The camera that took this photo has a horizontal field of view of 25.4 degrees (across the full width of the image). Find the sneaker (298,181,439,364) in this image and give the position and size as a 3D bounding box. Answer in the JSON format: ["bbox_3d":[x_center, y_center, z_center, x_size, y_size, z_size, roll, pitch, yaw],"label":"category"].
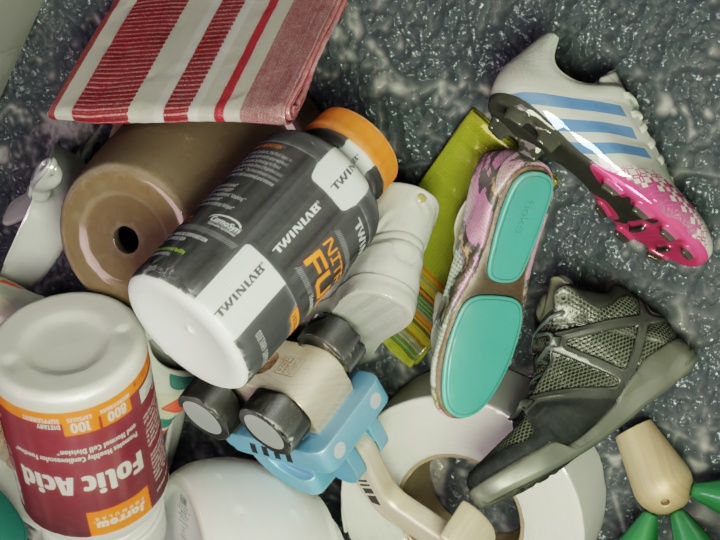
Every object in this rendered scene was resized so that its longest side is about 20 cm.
[{"bbox_3d":[0.000,0.000,1.213,0.073,0.116,0.200,26,154,-19],"label":"sneaker"}]

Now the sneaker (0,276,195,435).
[{"bbox_3d":[-0.203,0.045,1.231,0.199,0.070,0.093,37,110,-22],"label":"sneaker"}]

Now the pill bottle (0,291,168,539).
[{"bbox_3d":[-0.201,0.125,1.171,0.114,0.114,0.201,14,133,19],"label":"pill bottle"}]

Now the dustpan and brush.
[{"bbox_3d":[-0.245,-0.051,1.228,0.057,0.140,0.200,27,160,-21],"label":"dustpan and brush"}]

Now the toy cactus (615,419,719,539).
[{"bbox_3d":[0.247,0.188,1.183,0.200,0.102,0.166,-35,73,33],"label":"toy cactus"}]

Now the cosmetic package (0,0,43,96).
[{"bbox_3d":[-0.324,-0.215,1.283,0.107,0.090,0.200,38,117,7],"label":"cosmetic package"}]

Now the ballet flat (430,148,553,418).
[{"bbox_3d":[0.087,0.007,1.170,0.071,0.069,0.201,33,112,56],"label":"ballet flat"}]

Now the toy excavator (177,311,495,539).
[{"bbox_3d":[-0.009,0.134,1.185,0.194,0.100,0.200,9,141,42],"label":"toy excavator"}]

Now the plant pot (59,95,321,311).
[{"bbox_3d":[-0.132,-0.049,1.206,0.199,0.175,0.201,8,111,20],"label":"plant pot"}]

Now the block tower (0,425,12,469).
[{"bbox_3d":[-0.261,0.137,1.317,0.200,0.054,0.058,37,118,7],"label":"block tower"}]

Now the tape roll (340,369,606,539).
[{"bbox_3d":[0.087,0.177,1.249,0.201,0.071,0.204,8,112,21],"label":"tape roll"}]

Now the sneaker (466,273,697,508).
[{"bbox_3d":[0.135,0.080,1.144,0.114,0.199,0.076,51,165,9],"label":"sneaker"}]

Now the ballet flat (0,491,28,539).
[{"bbox_3d":[-0.365,0.187,1.374,0.200,0.073,0.073,44,120,11],"label":"ballet flat"}]

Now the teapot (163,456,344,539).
[{"bbox_3d":[-0.073,0.234,1.247,0.198,0.145,0.201,114,145,-47],"label":"teapot"}]

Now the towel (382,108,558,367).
[{"bbox_3d":[0.062,-0.021,1.218,0.086,0.018,0.200,39,119,6],"label":"towel"}]

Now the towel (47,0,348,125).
[{"bbox_3d":[-0.118,-0.158,1.182,0.199,0.144,0.023,2,138,24],"label":"towel"}]

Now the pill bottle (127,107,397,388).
[{"bbox_3d":[-0.058,-0.024,1.095,0.106,0.200,0.106,31,152,19],"label":"pill bottle"}]

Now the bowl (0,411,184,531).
[{"bbox_3d":[-0.242,0.128,1.377,0.199,0.075,0.200,29,118,13],"label":"bowl"}]

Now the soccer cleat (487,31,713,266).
[{"bbox_3d":[0.181,-0.086,1.113,0.200,0.087,0.070,38,164,-12],"label":"soccer cleat"}]
